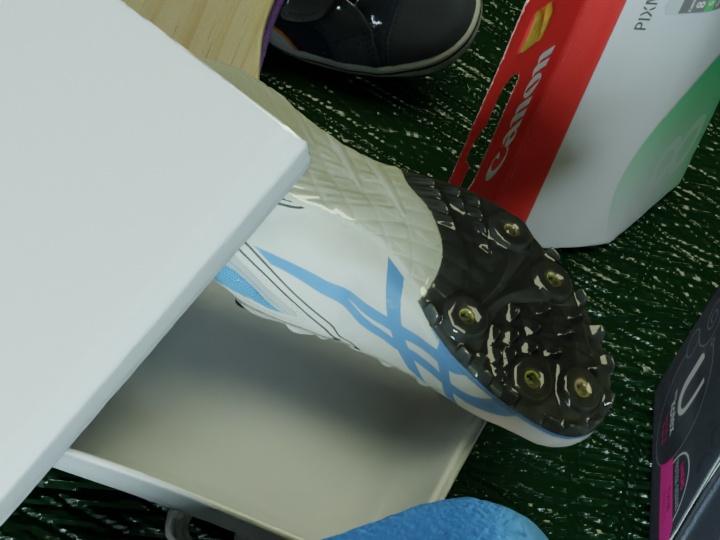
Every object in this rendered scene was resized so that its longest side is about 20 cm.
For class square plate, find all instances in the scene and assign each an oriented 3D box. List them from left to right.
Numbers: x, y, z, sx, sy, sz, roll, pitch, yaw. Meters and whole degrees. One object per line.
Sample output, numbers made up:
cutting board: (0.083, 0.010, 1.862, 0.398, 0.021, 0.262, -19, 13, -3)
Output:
square plate: (-0.046, 0.029, 0.816, 0.199, 0.029, 0.198, 17, 33, 14)

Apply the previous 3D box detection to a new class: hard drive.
hard drive: (-0.129, -0.002, 0.745, 0.132, 0.027, 0.200, 37, 78, 16)

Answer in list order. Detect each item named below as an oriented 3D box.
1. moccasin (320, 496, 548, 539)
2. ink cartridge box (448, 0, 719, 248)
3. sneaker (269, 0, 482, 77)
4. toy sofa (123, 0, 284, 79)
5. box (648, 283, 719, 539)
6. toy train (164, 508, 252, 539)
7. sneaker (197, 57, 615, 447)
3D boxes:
moccasin: (-0.027, 0.126, 0.658, 0.068, 0.199, 0.081, 49, 38, -42)
ink cartridge box: (0.105, -0.072, 0.947, 0.050, 0.161, 0.200, 33, 38, 14)
sneaker: (-0.041, -0.146, 0.998, 0.199, 0.079, 0.079, 22, 81, 4)
toy sofa: (-0.057, -0.151, 0.918, 0.097, 0.083, 0.201, 21, 82, 0)
box: (0.221, 0.083, 0.880, 0.199, 0.106, 0.123, 21, 36, -6)
toy train: (0.003, 0.139, 0.733, 0.149, 0.056, 0.201, 10, 41, -20)
sneaker: (0.000, 0.000, 0.793, 0.200, 0.073, 0.072, 34, 47, 11)
